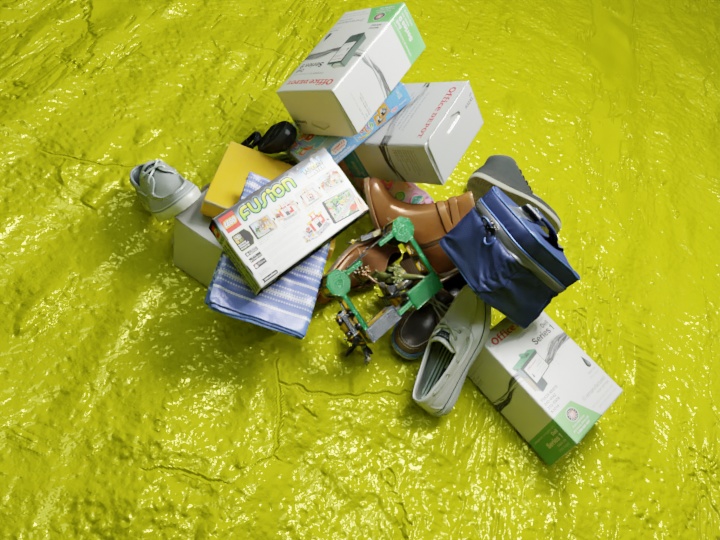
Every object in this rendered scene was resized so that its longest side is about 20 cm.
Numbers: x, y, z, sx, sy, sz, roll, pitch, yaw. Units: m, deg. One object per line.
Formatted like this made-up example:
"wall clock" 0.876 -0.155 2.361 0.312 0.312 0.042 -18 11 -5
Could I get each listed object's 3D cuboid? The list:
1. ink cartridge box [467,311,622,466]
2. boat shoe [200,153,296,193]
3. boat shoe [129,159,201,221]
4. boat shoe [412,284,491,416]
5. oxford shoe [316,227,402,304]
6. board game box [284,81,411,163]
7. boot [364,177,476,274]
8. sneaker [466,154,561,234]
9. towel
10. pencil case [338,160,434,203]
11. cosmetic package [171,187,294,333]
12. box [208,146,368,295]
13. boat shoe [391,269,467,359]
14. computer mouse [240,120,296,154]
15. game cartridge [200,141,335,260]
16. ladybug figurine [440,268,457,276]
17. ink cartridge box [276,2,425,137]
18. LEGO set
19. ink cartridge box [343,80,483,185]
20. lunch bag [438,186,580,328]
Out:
"ink cartridge box" 0.271 0.162 0.971 0.145 0.085 0.200 -30 68 -35
"boat shoe" -0.183 -0.151 1.061 0.068 0.076 0.199 35 45 16
"boat shoe" -0.298 -0.124 0.937 0.070 0.072 0.199 -42 30 -20
"boat shoe" 0.133 0.108 0.919 0.066 0.072 0.205 32 72 -45
"oxford shoe" 0.000 0.000 1.015 0.071 0.072 0.199 43 52 10
"board game box" -0.032 -0.244 1.035 0.199 0.037 0.151 -42 38 -3
"boot" 0.105 -0.085 0.997 0.203 0.153 0.077 59 24 -16
"sneaker" 0.310 -0.152 1.226 0.198 0.076 0.107 34 53 10
"towel" -0.115 -0.022 0.864 0.141 0.024 0.205 19 69 -13
"pencil case" 0.042 -0.161 1.138 0.086 0.088 0.201 -28 68 -33
"cosmetic package" -0.176 -0.014 0.941 0.198 0.109 0.085 34 51 7
"box" -0.093 -0.071 0.861 0.199 0.035 0.111 -37 89 -27
"boat shoe" 0.118 0.056 1.007 0.072 0.073 0.200 37 52 12
"computer mouse" -0.158 -0.210 1.064 0.034 0.198 0.059 40 73 -27
"game cartridge" -0.126 -0.107 0.963 0.195 0.033 0.178 22 36 -12
"ladybug figurine" 0.176 -0.060 1.115 0.196 0.073 0.137 -21 63 -30
"ink cartridge box" -0.015 -0.310 0.988 0.144 0.085 0.202 13 60 45
"LEGO set" 0.019 0.023 0.958 0.154 0.115 0.200 47 68 -9
"ink cartridge box" 0.077 -0.223 1.028 0.197 0.084 0.147 12 59 43
"lunch bag" 0.216 -0.026 0.909 0.198 0.132 0.137 28 23 -48
